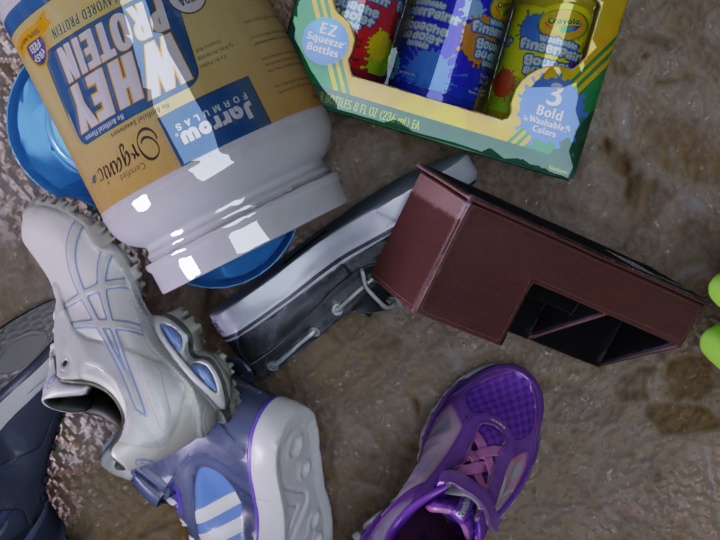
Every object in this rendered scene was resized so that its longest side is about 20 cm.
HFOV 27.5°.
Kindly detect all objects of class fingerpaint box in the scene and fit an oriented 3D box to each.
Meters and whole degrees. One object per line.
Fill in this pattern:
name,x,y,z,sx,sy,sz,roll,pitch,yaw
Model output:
fingerpaint box,0.060,-0.164,0.934,0.200,0.073,0.167,17,95,-4

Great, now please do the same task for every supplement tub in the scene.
supplement tub,-0.104,-0.102,0.848,0.145,0.145,0.200,-27,92,1

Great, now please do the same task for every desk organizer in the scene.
desk organizer,0.113,0.011,0.919,0.200,0.072,0.077,22,99,-29

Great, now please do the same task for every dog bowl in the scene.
dog bowl,-0.130,-0.072,0.950,0.200,0.050,0.111,34,94,-6

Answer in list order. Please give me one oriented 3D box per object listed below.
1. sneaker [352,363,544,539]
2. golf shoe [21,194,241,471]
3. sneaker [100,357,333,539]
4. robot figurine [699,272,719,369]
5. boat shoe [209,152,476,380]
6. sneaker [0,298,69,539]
sneaker,0.063,0.142,0.938,0.080,0.088,0.200,36,69,0
golf shoe,-0.165,0.035,0.893,0.097,0.078,0.200,-37,61,-16
sneaker,-0.101,0.150,0.972,0.146,0.081,0.200,14,123,25
robot figurine,0.312,0.017,0.925,0.200,0.116,0.176,-18,127,-23
boat shoe,0.000,0.001,0.950,0.199,0.074,0.068,-35,99,4
sneaker,-0.213,0.127,0.958,0.202,0.077,0.146,-54,128,-25
